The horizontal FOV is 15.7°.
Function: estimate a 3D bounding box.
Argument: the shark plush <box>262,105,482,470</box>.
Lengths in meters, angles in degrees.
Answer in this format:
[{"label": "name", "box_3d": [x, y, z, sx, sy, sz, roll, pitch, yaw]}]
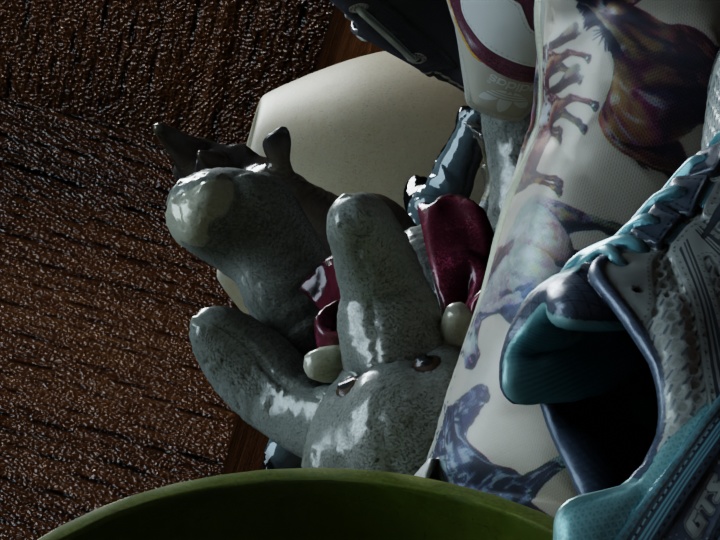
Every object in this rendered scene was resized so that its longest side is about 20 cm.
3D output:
[{"label": "shark plush", "box_3d": [0.034, 0.031, 1.159, 0.091, 0.083, 0.200, 32, -105, -60]}]

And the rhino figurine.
[{"label": "rhino figurine", "box_3d": [0.000, 0.000, 1.001, 0.060, 0.200, 0.087, -54, 21, -5]}]

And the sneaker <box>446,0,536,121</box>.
[{"label": "sneaker", "box_3d": [0.053, -0.135, 0.876, 0.200, 0.075, 0.090, -81, 12, -51]}]

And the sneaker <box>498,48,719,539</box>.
[{"label": "sneaker", "box_3d": [0.080, 0.006, 0.596, 0.078, 0.086, 0.200, 110, 172, -46]}]

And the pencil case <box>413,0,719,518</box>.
[{"label": "pencil case", "box_3d": [0.066, 0.010, 0.734, 0.078, 0.089, 0.200, -160, 85, -82]}]

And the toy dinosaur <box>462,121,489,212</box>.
[{"label": "toy dinosaur", "box_3d": [0.058, -0.102, 1.031, 0.102, 0.077, 0.200, -73, -30, -49]}]

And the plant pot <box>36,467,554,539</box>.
[{"label": "plant pot", "box_3d": [-0.011, 0.186, 0.653, 0.200, 0.200, 0.193, -83, -3, -57]}]

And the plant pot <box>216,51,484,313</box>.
[{"label": "plant pot", "box_3d": [0.005, -0.024, 1.276, 0.200, 0.134, 0.201, -166, 90, -86]}]

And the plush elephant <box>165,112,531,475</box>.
[{"label": "plush elephant", "box_3d": [0.018, 0.031, 0.857, 0.155, 0.165, 0.200, -6, -98, -81]}]

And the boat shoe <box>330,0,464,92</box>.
[{"label": "boat shoe", "box_3d": [0.020, -0.111, 0.935, 0.200, 0.063, 0.073, 40, -127, -49]}]
